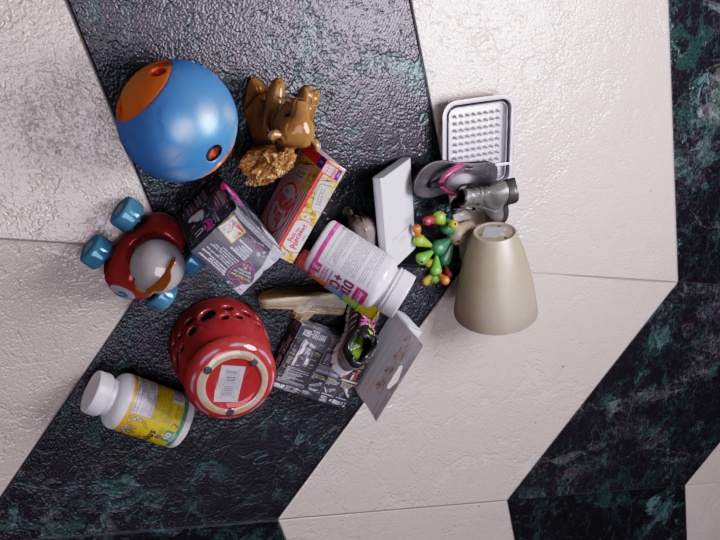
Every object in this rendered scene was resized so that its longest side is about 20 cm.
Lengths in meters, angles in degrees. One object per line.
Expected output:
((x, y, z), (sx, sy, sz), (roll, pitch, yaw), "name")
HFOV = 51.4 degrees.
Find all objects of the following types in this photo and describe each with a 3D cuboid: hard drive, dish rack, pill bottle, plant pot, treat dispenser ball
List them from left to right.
((-0.442, 0.271, 1.486), (0.199, 0.113, 0.113), (28, 100, -30), "pill bottle")
((-0.307, -0.250, 1.257), (0.199, 0.201, 0.202), (-9, 116, -19), "treat dispenser ball")
((-0.265, 0.179, 1.480), (0.199, 0.183, 0.202), (-10, 117, -20), "plant pot")
((0.000, 0.000, 1.459), (0.199, 0.113, 0.114), (31, 100, 2), "pill bottle")
((0.071, -0.115, 1.534), (0.132, 0.027, 0.202), (-41, 133, -50), "hard drive")
((0.240, -0.266, 1.570), (0.170, 0.044, 0.202), (-11, 116, -17), "dish rack")
((0.290, 0.004, 1.620), (0.186, 0.187, 0.201), (-16, 121, -15), "plant pot")

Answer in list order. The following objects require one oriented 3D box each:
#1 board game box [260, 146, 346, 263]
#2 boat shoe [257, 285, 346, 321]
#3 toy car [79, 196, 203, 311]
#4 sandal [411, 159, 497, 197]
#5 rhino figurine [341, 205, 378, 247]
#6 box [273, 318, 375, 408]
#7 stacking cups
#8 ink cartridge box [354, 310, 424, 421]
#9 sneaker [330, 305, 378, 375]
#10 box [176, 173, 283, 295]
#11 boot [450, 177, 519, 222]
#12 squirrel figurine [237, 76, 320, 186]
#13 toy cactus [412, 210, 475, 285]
((-0.117, -0.133, 1.418), (0.046, 0.152, 0.201), (25, 101, -29), "board game box")
((-0.116, 0.073, 1.555), (0.198, 0.074, 0.070), (-2, 108, -22), "boat shoe")
((-0.378, -0.002, 1.339), (0.184, 0.200, 0.177), (39, 95, -31), "toy car")
((0.200, -0.189, 1.536), (0.198, 0.045, 0.076), (-9, 117, -18), "sandal")
((0.010, -0.032, 1.552), (0.059, 0.087, 0.201), (-17, 118, -14), "rhino figurine")
((-0.087, 0.203, 1.638), (0.199, 0.050, 0.159), (21, 103, -29), "box")
((-0.044, 0.028, 1.525), (0.199, 0.061, 0.061), (33, 98, -2), "stacking cups")
((0.068, 0.208, 1.632), (0.043, 0.174, 0.201), (25, 102, -29), "ink cartridge box")
((0.006, 0.127, 1.587), (0.074, 0.087, 0.201), (33, 66, -25), "sneaker")
((-0.242, -0.067, 1.367), (0.115, 0.200, 0.132), (-42, 121, 2), "box")
((0.249, -0.141, 1.578), (0.129, 0.200, 0.068), (-9, 75, -4), "boot")
((-0.136, -0.238, 1.342), (0.141, 0.187, 0.201), (13, 107, -27), "squirrel figurine")
((0.188, -0.059, 1.608), (0.165, 0.102, 0.201), (-33, 132, -27), "toy cactus")
